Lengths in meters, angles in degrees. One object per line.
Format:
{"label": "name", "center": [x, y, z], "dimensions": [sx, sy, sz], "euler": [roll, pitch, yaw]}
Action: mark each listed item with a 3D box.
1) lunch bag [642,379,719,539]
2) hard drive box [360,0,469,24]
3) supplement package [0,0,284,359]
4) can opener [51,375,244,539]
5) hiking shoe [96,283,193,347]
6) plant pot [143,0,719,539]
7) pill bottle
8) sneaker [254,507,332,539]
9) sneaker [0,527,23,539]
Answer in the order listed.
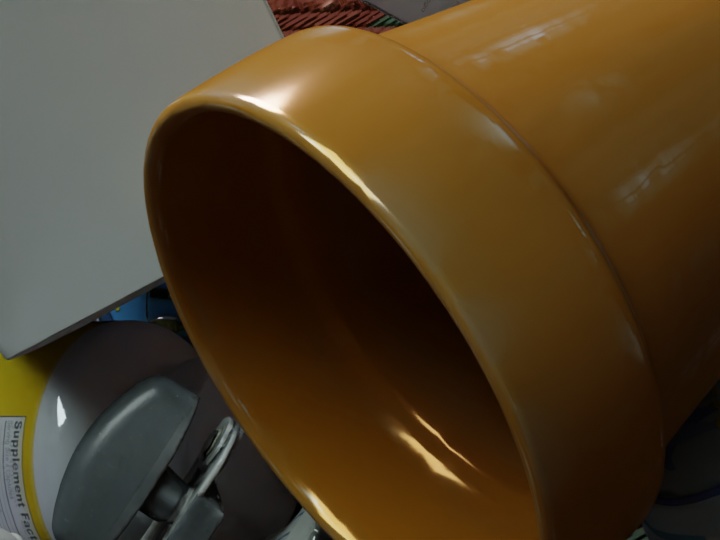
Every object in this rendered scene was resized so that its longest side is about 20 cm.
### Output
{"label": "lunch bag", "center": [0.161, 0.024, 0.866], "dimensions": [0.160, 0.083, 0.200], "euler": [-22, 36, 12]}
{"label": "hard drive box", "center": [0.073, -0.172, 1.034], "dimensions": [0.156, 0.199, 0.077], "euler": [-57, 32, 12]}
{"label": "supplement package", "center": [-0.123, -0.087, 0.920], "dimensions": [0.147, 0.192, 0.200], "euler": [-28, 7, -8]}
{"label": "can opener", "center": [-0.112, 0.129, 0.882], "dimensions": [0.200, 0.067, 0.053], "euler": [-54, 8, 9]}
{"label": "hiking shoe", "center": [-0.093, -0.040, 1.071], "dimensions": [0.074, 0.087, 0.201], "euler": [-2, 76, 3]}
{"label": "plant pot", "center": [0.059, -0.013, 0.783], "dimensions": [0.183, 0.201, 0.200], "euler": [-34, 32, -25]}
{"label": "pill bottle", "center": [-0.126, 0.078, 0.991], "dimensions": [0.199, 0.112, 0.112], "euler": [-3, 43, 35]}
{"label": "sneaker", "center": [-0.035, 0.130, 0.896], "dimensions": [0.200, 0.075, 0.087], "euler": [-47, 31, -23]}
{"label": "sneaker", "center": [-0.208, 0.146, 0.951], "dimensions": [0.200, 0.083, 0.081], "euler": [-46, 12, 37]}
